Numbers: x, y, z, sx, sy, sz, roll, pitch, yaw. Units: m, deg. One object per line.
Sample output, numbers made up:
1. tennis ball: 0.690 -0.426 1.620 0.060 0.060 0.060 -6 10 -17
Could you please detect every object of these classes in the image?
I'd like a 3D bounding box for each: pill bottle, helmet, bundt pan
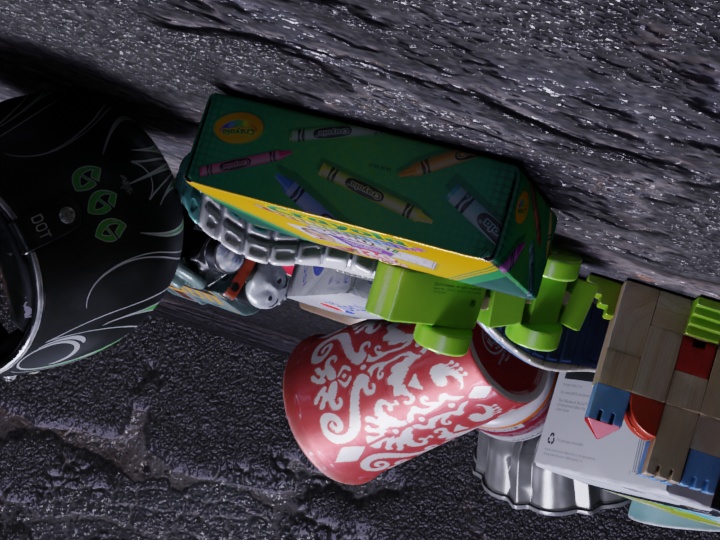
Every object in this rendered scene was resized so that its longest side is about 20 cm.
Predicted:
1. pill bottle: 0.137 0.099 1.677 0.112 0.114 0.200 16 173 15
2. helmet: -0.215 -0.028 1.230 0.198 0.202 0.190 14 -154 29
3. bundt pan: 0.209 0.161 1.828 0.199 0.077 0.202 -5 -152 3

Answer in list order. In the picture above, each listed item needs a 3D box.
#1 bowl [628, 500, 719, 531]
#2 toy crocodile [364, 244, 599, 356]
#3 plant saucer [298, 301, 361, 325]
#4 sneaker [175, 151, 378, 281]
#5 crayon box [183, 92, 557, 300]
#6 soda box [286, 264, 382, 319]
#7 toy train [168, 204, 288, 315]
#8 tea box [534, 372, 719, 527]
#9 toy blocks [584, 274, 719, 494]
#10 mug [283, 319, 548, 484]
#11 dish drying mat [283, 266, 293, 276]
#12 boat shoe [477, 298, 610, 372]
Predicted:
1. bowl: 0.356 0.184 1.717 0.198 0.106 0.201 1 179 0
2. toy crocodile: 0.084 0.014 1.200 0.198 0.068 0.062 0 -159 -36
3. plant saucer: 0.021 0.050 1.867 0.198 0.030 0.200 17 180 0
4. sneaker: -0.032 -0.032 1.238 0.198 0.078 0.091 20 177 -5
5. crayon box: 0.009 -0.044 1.079 0.198 0.059 0.119 15 173 20
6. soda box: 0.000 0.000 1.438 0.068 0.064 0.200 18 174 -14
7. toy train: -0.139 -0.014 1.539 0.114 0.086 0.199 35 167 -33
8. tea box: 0.289 0.139 1.511 0.195 0.135 0.200 20 173 -25
9. toy blocks: 0.239 0.097 1.284 0.198 0.138 0.100 17 174 4
10. mug: 0.048 0.068 1.515 0.133 0.179 0.199 23 145 -39
11. dish drying mat: -0.011 0.013 1.777 0.198 0.018 0.077 18 173 -1
12. boat shoe: 0.145 0.042 1.368 0.199 0.073 0.072 22 173 -36
